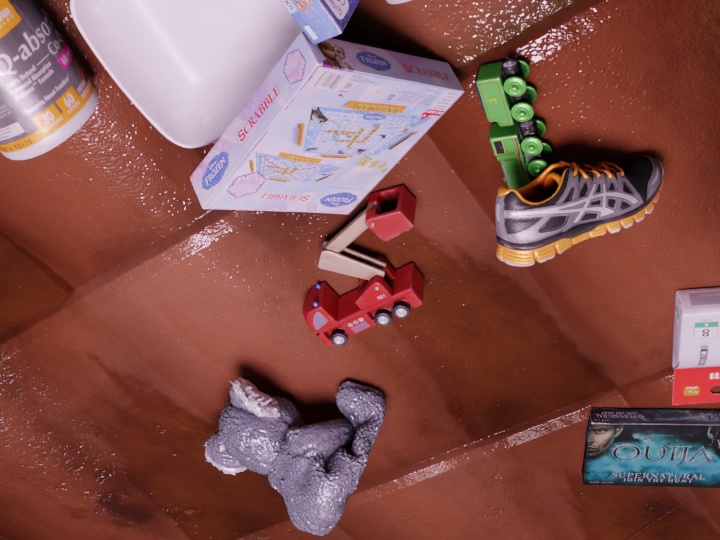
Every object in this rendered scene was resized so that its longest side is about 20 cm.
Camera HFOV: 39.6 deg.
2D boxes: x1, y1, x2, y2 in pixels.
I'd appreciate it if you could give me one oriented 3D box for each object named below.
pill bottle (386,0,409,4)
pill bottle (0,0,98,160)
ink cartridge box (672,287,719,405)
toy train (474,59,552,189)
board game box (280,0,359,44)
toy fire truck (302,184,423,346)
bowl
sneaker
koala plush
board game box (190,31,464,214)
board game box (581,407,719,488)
[{"bbox_3d":[0.014,-0.323,0.787,0.112,0.114,0.201,-21,118,23],"label":"pill bottle"},{"bbox_3d":[-0.346,-0.213,0.938,0.115,0.117,0.201,-17,129,19],"label":"pill bottle"},{"bbox_3d":[0.455,0.104,1.187,0.159,0.050,0.202,-4,129,10],"label":"ink cartridge box"},{"bbox_3d":[0.162,-0.126,1.017,0.056,0.042,0.201,-5,132,23],"label":"toy train"},{"bbox_3d":[-0.061,-0.305,0.811,0.034,0.136,0.200,-11,131,40],"label":"board game box"},{"bbox_3d":[0.000,0.000,1.138,0.199,0.049,0.141,-25,124,26],"label":"toy fire truck"},{"bbox_3d":[-0.143,-0.231,0.929,0.198,0.075,0.201,-21,127,22],"label":"bowl"},{"bbox_3d":[0.219,-0.075,0.995,0.198,0.078,0.078,-26,114,-18],"label":"sneaker"},{"bbox_3d":[-0.096,0.222,1.278,0.198,0.184,0.178,27,129,-3],"label":"koala plush"},{"bbox_3d":[-0.031,-0.131,0.957,0.199,0.041,0.199,-1,145,-46],"label":"board game box"},{"bbox_3d":[0.398,0.236,1.322,0.197,0.028,0.136,-1,132,6],"label":"board game box"}]
